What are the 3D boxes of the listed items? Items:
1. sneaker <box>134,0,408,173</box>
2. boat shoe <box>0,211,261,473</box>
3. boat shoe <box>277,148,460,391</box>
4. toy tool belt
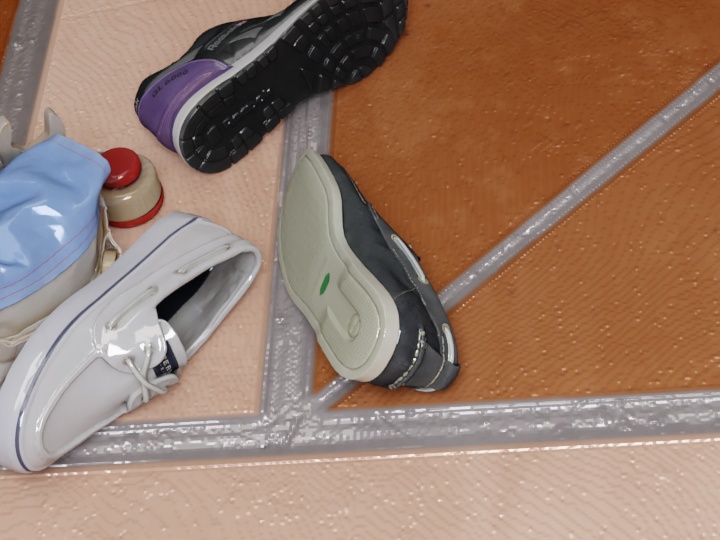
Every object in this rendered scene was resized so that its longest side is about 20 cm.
[{"bbox_3d":[-0.063,-0.152,1.176,0.200,0.076,0.088,-35,45,-20],"label":"sneaker"},{"bbox_3d":[-0.129,0.044,1.013,0.066,0.072,0.200,17,45,29],"label":"boat shoe"},{"bbox_3d":[0.000,0.000,1.042,0.067,0.072,0.200,12,31,-29],"label":"boat shoe"},{"bbox_3d":[-0.196,-0.031,1.053,0.125,0.123,0.200,22,55,27],"label":"toy tool belt"}]
